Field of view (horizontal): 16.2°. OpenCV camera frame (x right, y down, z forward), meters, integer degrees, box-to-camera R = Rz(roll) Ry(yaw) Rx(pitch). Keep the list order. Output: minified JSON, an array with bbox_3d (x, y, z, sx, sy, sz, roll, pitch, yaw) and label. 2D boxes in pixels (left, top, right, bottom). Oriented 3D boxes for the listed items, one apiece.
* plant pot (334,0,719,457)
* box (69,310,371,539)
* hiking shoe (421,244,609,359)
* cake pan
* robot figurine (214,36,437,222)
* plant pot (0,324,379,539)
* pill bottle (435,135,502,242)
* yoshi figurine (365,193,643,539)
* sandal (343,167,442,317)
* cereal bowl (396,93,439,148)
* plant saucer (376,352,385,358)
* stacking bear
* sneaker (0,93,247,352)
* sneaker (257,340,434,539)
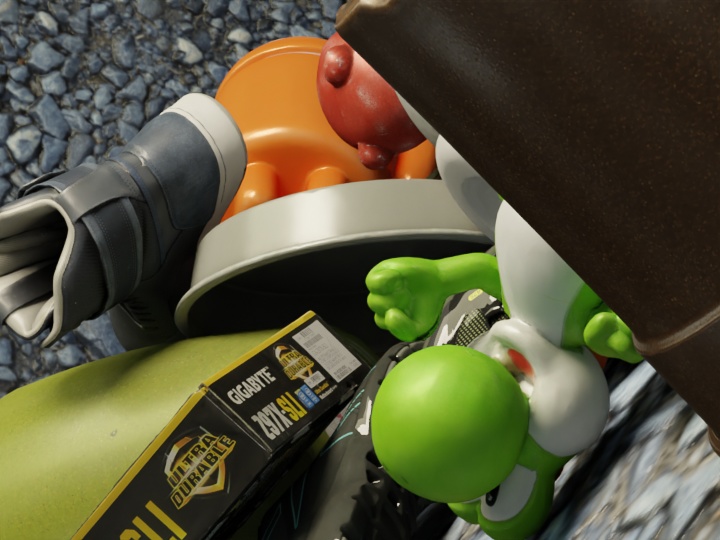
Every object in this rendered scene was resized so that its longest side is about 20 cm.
[{"bbox_3d":[0.113,-0.075,0.828,0.200,0.198,0.200,-49,6,7],"label":"plant pot"},{"bbox_3d":[-0.091,0.119,1.167,0.200,0.049,0.160,-50,-3,19],"label":"box"},{"bbox_3d":[0.095,0.002,1.070,0.200,0.076,0.101,-50,2,-5],"label":"hiking shoe"},{"bbox_3d":[0.000,0.000,1.330,0.200,0.200,0.037,139,127,-59],"label":"cake pan"},{"bbox_3d":[-0.039,-0.065,1.496,0.144,0.117,0.200,-30,25,20],"label":"robot figurine"},{"bbox_3d":[-0.076,0.107,1.325,0.200,0.187,0.187,-30,17,36],"label":"plant pot"},{"bbox_3d":[0.133,-0.098,1.233,0.200,0.112,0.112,-53,6,-18],"label":"pill bottle"},{"bbox_3d":[0.061,0.011,0.967,0.112,0.112,0.200,-113,37,-74],"label":"yoshi figurine"},{"bbox_3d":[0.065,-0.039,1.428,0.201,0.080,0.057,-40,19,16],"label":"sandal"},{"bbox_3d":[0.112,-0.142,1.332,0.200,0.200,0.083,-52,24,-14],"label":"cereal bowl"},{"bbox_3d":[0.016,-0.010,1.531,0.200,0.032,0.200,-29,41,28],"label":"plant saucer"},{"bbox_3d":[0.054,-0.136,1.408,0.114,0.122,0.200,14,44,45],"label":"stacking bear"},{"bbox_3d":[-0.143,0.006,1.349,0.146,0.077,0.202,-37,-22,-33],"label":"sneaker"},{"bbox_3d":[-0.006,0.100,1.149,0.079,0.075,0.200,-24,19,30],"label":"sneaker"}]
